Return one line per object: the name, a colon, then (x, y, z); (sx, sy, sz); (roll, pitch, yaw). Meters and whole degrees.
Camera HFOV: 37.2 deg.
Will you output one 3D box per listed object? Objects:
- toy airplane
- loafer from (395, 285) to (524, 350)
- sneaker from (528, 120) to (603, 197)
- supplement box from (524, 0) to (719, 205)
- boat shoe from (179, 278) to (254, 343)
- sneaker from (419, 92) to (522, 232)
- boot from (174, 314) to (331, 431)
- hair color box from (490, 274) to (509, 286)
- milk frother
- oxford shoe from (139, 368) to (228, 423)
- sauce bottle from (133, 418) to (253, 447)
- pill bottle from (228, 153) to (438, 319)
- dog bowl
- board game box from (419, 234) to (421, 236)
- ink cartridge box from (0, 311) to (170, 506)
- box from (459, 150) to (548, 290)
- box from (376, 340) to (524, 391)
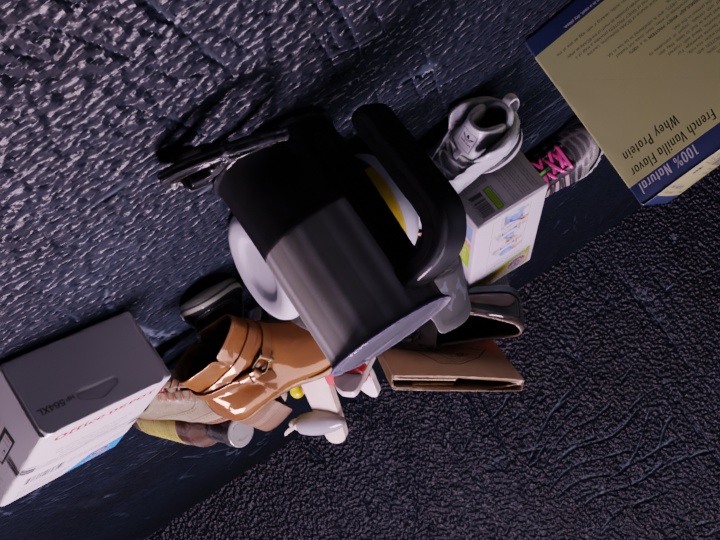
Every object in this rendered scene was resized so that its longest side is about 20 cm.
toy airplane: (-0.075, 0.135, 1.397); (0.141, 0.200, 0.199); (-42, 174, -29)
loafer: (0.103, 0.063, 1.312); (0.199, 0.063, 0.072); (-10, 131, 0)
sneaker: (0.263, -0.139, 1.528); (0.200, 0.074, 0.087); (-37, 176, 42)
supplement box: (0.310, -0.201, 1.048); (0.200, 0.200, 0.134); (-38, 168, 23)
boat shoe: (-0.155, 0.059, 1.200); (0.074, 0.062, 0.200); (-30, 168, -11)
sneaker: (0.091, -0.116, 1.133); (0.200, 0.075, 0.115); (-37, 168, -6)
boot: (-0.100, 0.073, 1.164); (0.200, 0.077, 0.155); (-48, 137, 2)
hair color box: (0.091, 0.029, 1.398); (0.199, 0.111, 0.064); (3, 134, -10)
milk frother: (-0.042, -0.023, 0.828); (0.200, 0.188, 0.181); (-26, 166, -37)
oxford shoe: (-0.210, 0.147, 1.254); (0.199, 0.071, 0.075); (-12, 167, 25)
sauce bottle: (-0.211, 0.188, 1.340); (0.200, 0.065, 0.065); (6, -157, 45)
pill bottle: (-0.017, -0.043, 1.017); (0.200, 0.112, 0.112); (-29, 169, -25)
dog bowl: (0.018, 0.011, 1.123); (0.199, 0.059, 0.200); (0, -162, 0)
board game box: (0.000, 0.000, 1.265); (0.200, 0.045, 0.135); (-34, 136, -2)
ink cartridge box: (-0.296, 0.139, 1.068); (0.146, 0.084, 0.200); (-25, 166, -40)
box: (0.145, -0.070, 1.297); (0.101, 0.113, 0.200); (-31, 157, -12)
box: (0.101, 0.106, 1.357); (0.163, 0.021, 0.200); (2, -164, -10)
